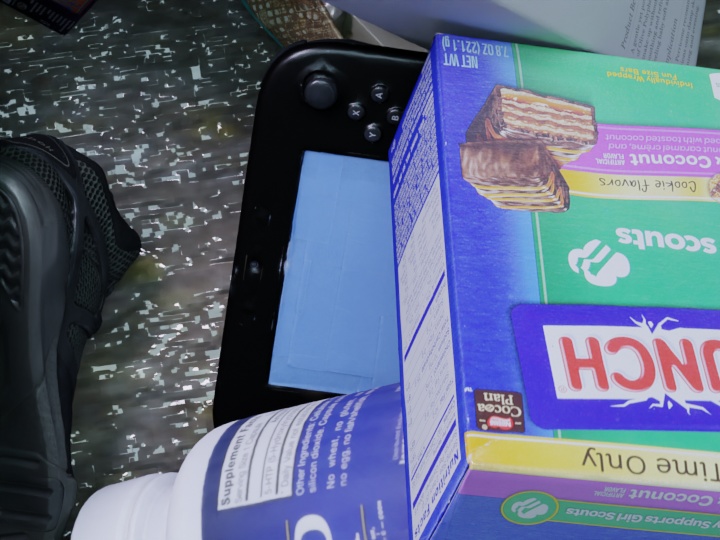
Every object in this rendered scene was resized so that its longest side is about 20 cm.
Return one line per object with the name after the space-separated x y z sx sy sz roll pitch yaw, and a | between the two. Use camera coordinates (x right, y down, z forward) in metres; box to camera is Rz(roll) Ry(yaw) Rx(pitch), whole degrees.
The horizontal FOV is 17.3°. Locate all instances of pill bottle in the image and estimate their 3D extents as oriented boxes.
-0.009 0.111 0.941 0.200 0.120 0.120 -15 85 25 | pill bottle

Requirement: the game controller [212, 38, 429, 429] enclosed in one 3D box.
0.000 0.000 0.976 0.104 0.042 0.200 11 118 3 | game controller

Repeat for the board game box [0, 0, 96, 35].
-0.093 -0.189 0.953 0.057 0.200 0.166 29 83 -11 | board game box

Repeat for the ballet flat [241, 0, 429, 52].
0.028 -0.079 1.014 0.200 0.065 0.071 43 46 -1 | ballet flat

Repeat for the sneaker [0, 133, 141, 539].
-0.137 0.035 0.991 0.076 0.114 0.200 9 111 17 | sneaker

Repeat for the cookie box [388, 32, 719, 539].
0.103 0.017 0.861 0.171 0.075 0.200 6 50 -11 | cookie box

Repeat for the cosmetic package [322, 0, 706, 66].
0.050 -0.140 0.907 0.200 0.085 0.108 20 77 -47 | cosmetic package
